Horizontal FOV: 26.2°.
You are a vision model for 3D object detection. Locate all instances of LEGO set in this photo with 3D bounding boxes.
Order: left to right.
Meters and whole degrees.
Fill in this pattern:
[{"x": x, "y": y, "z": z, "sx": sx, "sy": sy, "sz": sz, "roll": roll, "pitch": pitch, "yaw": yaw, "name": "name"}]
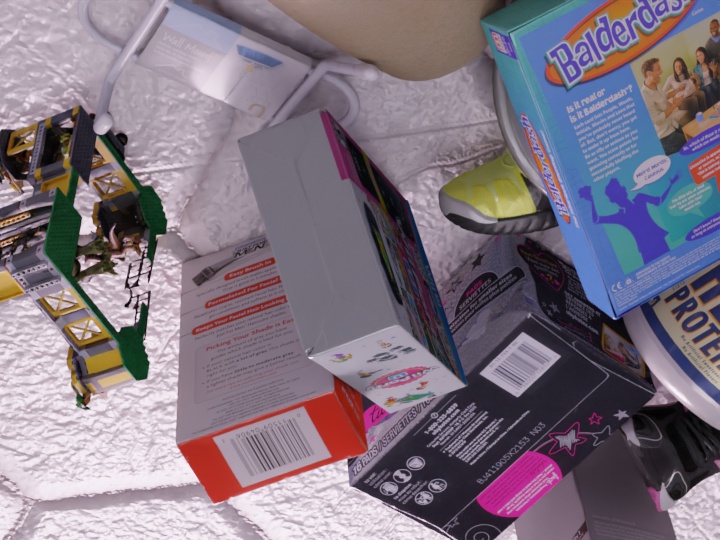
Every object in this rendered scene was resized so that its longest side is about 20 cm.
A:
[{"x": -0.211, "y": -0.006, "z": 1.003, "sx": 0.115, "sy": 0.201, "sz": 0.154, "roll": -18, "pitch": 140, "yaw": 17, "name": "LEGO set"}]

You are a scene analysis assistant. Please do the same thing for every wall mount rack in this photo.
[{"x": -0.079, "y": -0.125, "z": 0.971, "sx": 0.199, "sy": 0.075, "sz": 0.174, "roll": 22, "pitch": 143, "yaw": -20, "name": "wall mount rack"}]

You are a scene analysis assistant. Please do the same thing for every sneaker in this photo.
[{"x": 0.146, "y": -0.082, "z": 1.057, "sx": 0.199, "sy": 0.075, "sz": 0.077, "roll": -17, "pitch": 120, "yaw": -6, "name": "sneaker"}, {"x": 0.254, "y": 0.120, "z": 1.162, "sx": 0.086, "sy": 0.200, "sz": 0.081, "roll": -30, "pitch": 83, "yaw": 20, "name": "sneaker"}]

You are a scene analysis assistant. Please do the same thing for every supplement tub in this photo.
[{"x": 0.299, "y": 0.005, "z": 1.085, "sx": 0.145, "sy": 0.145, "sz": 0.200, "roll": 30, "pitch": 119, "yaw": -25, "name": "supplement tub"}]

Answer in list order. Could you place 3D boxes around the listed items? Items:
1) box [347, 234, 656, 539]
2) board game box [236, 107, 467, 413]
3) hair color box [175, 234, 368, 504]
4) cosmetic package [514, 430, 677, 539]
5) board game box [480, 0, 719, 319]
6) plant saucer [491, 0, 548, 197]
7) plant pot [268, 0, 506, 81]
[{"x": 0.095, "y": 0.088, "z": 1.147, "sx": 0.132, "sy": 0.115, "sz": 0.200, "roll": 31, "pitch": 117, "yaw": -24, "name": "box"}, {"x": 0.000, "y": 0.000, "z": 0.997, "sx": 0.064, "sy": 0.148, "sz": 0.200, "roll": -21, "pitch": 162, "yaw": 9, "name": "board game box"}, {"x": -0.062, "y": 0.056, "z": 1.052, "sx": 0.111, "sy": 0.200, "sz": 0.064, "roll": -20, "pitch": 126, "yaw": 9, "name": "hair color box"}, {"x": 0.181, "y": 0.208, "z": 1.195, "sx": 0.090, "sy": 0.200, "sz": 0.107, "roll": 13, "pitch": 122, "yaw": -17, "name": "cosmetic package"}, {"x": 0.177, "y": -0.093, "z": 0.935, "sx": 0.152, "sy": 0.045, "sz": 0.201, "roll": -28, "pitch": 115, "yaw": -8, "name": "board game box"}, {"x": 0.186, "y": -0.124, "z": 0.988, "sx": 0.199, "sy": 0.050, "sz": 0.201, "roll": -3, "pitch": 104, "yaw": -12, "name": "plant saucer"}, {"x": 0.008, "y": -0.205, "z": 0.892, "sx": 0.187, "sy": 0.188, "sz": 0.200, "roll": -26, "pitch": 141, "yaw": 13, "name": "plant pot"}]
